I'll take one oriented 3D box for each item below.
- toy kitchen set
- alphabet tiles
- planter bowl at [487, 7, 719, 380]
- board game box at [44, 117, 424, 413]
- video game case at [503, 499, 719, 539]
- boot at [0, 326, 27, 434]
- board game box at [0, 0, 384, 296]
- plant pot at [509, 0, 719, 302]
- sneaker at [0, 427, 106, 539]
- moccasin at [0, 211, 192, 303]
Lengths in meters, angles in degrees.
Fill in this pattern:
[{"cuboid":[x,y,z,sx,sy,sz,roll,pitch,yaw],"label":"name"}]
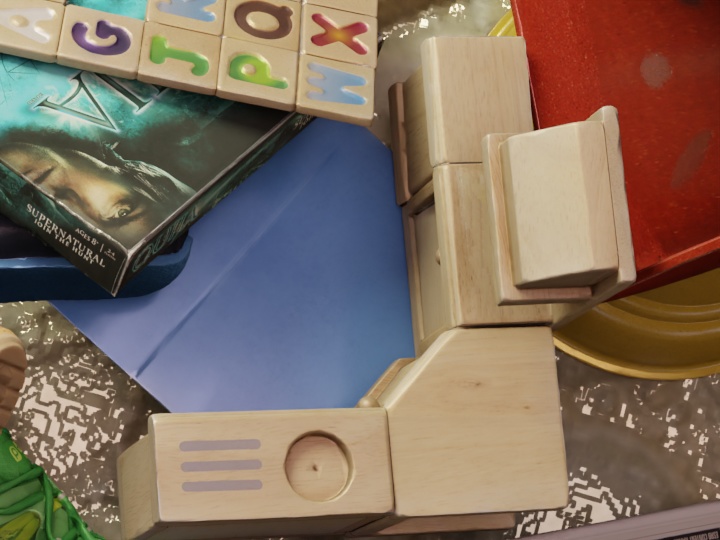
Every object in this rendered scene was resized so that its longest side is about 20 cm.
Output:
[{"cuboid":[0.000,0.000,1.120,0.179,0.163,0.201,-1,78,-17],"label":"toy kitchen set"},{"cuboid":[-0.072,-0.146,1.191,0.166,0.008,0.201,11,44,-9],"label":"alphabet tiles"},{"cuboid":[0.145,-0.055,1.234,0.199,0.083,0.202,2,81,-10],"label":"planter bowl"},{"cuboid":[-0.054,-0.007,1.217,0.200,0.039,0.158,42,71,-3],"label":"board game box"},{"cuboid":[0.097,0.202,1.178,0.199,0.022,0.183,-6,84,-33],"label":"video game case"},{"cuboid":[-0.250,0.055,1.121,0.200,0.072,0.166,-44,62,-4],"label":"boot"},{"cuboid":[-0.095,-0.084,1.155,0.135,0.028,0.200,35,44,10],"label":"board game box"},{"cuboid":[0.185,-0.108,1.117,0.175,0.200,0.201,-6,82,-22],"label":"plant pot"},{"cuboid":[-0.148,0.111,1.161,0.199,0.074,0.084,18,82,-6],"label":"sneaker"},{"cuboid":[-0.171,-0.024,1.141,0.199,0.080,0.069,2,72,-22],"label":"moccasin"}]
